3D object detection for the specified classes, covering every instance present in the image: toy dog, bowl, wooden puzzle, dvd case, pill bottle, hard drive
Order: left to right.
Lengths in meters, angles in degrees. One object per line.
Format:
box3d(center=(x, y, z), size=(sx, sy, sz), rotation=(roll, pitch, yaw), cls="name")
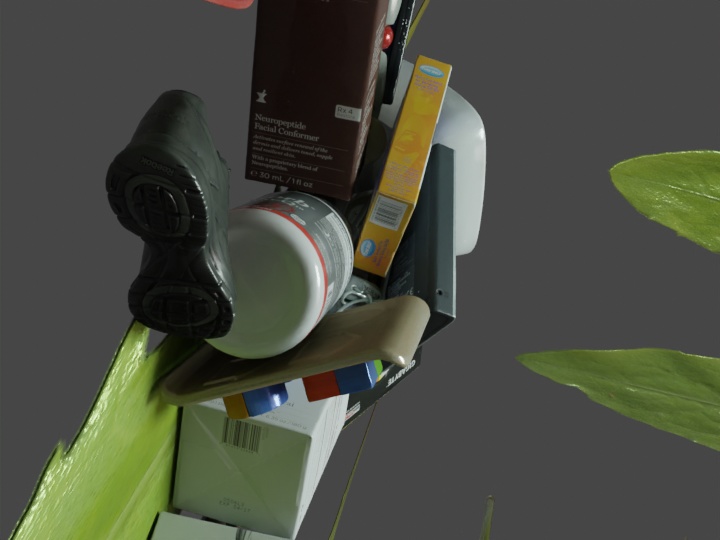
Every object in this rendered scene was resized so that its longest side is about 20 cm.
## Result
box3d(center=(-0.069, -0.005, 0.835), size=(0.200, 0.115, 0.117), rotation=(-49, 152, -76), cls="pill bottle")
box3d(center=(-0.045, 0.075, 0.832), size=(0.185, 0.198, 0.047), rotation=(-50, 129, -75), cls="wooden puzzle")
box3d(center=(-0.020, -0.201, 0.978), size=(0.132, 0.095, 0.202), rotation=(157, -61, -68), cls="toy dog")
box3d(center=(0.016, -0.262, 1.084), size=(0.200, 0.017, 0.144), rotation=(-136, -124, -69), cls="dvd case")
box3d(center=(0.048, -0.013, 1.012), size=(0.140, 0.033, 0.201), rotation=(-42, -144, 48), cls="hard drive")
box3d(center=(0.055, -0.124, 1.145), size=(0.074, 0.200, 0.201), rotation=(-20, 132, -27), cls="bowl")

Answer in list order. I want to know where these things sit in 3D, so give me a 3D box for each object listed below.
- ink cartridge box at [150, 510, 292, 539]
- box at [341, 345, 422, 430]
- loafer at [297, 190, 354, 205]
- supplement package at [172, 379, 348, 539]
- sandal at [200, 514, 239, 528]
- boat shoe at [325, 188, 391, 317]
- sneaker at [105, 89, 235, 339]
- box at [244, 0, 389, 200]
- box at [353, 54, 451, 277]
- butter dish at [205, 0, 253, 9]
box3d(center=(-0.092, 0.295, 0.897), size=(0.146, 0.198, 0.085), rotation=(93, 10, -59), cls="ink cartridge box")
box3d(center=(0.007, 0.077, 1.132), size=(0.200, 0.049, 0.161), rotation=(-32, 132, -49), cls="box")
box3d(center=(-0.037, -0.095, 1.079), size=(0.200, 0.075, 0.069), rotation=(-42, 139, -79), cls="loafer")
box3d(center=(-0.085, 0.137, 0.953), size=(0.200, 0.120, 0.121), rotation=(-63, 165, -64), cls="supplement package")
box3d(center=(-0.127, 0.229, 1.021), size=(0.200, 0.054, 0.082), rotation=(-179, -77, -87), cls="sandal")
box3d(center=(0.001, 0.000, 0.974), size=(0.074, 0.064, 0.203), rotation=(41, 44, -32), cls="boat shoe")
box3d(center=(-0.111, -0.029, 0.649), size=(0.201, 0.075, 0.091), rotation=(99, 1, -51), cls="sneaker")
box3d(center=(-0.036, -0.167, 0.833), size=(0.075, 0.099, 0.201), rotation=(-72, 172, -56), cls="box")
box3d(center=(0.041, -0.108, 0.945), size=(0.119, 0.041, 0.201), rotation=(111, -5, -55), cls="box")
box3d(center=(-0.024, -0.250, 0.590), size=(0.200, 0.147, 0.201), rotation=(-47, 150, -77), cls="butter dish")
